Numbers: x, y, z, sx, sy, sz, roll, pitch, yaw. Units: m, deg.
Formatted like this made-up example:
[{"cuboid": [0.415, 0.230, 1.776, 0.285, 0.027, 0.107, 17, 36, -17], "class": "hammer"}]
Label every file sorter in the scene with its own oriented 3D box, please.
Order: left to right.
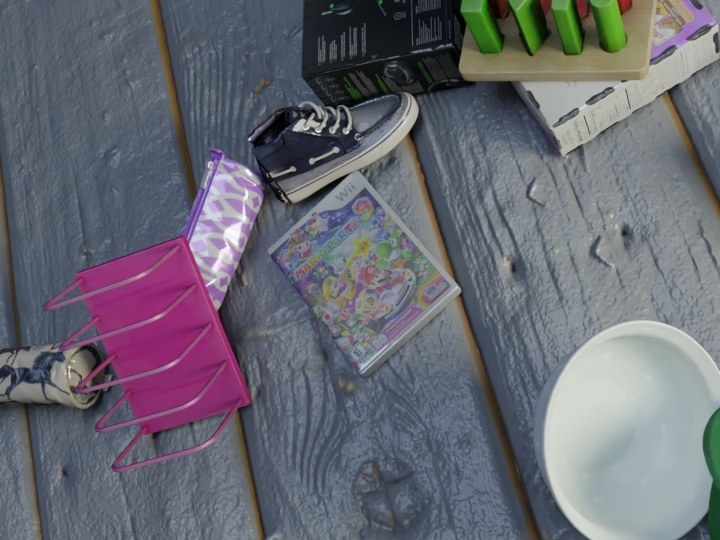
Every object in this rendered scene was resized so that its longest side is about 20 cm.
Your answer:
[{"cuboid": [-0.229, 0.092, 1.144, 0.137, 0.126, 0.202, -17, 103, 16], "class": "file sorter"}]

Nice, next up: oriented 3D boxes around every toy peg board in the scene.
[{"cuboid": [0.202, -0.308, 1.108, 0.198, 0.098, 0.202, 4, 71, 23], "class": "toy peg board"}]

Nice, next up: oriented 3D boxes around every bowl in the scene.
[{"cuboid": [0.233, 0.146, 0.983, 0.203, 0.200, 0.090, -63, 18, -10], "class": "bowl"}]

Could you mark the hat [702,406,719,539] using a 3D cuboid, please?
[{"cuboid": [0.337, 0.241, 0.959, 0.165, 0.177, 0.200, 35, 41, 14], "class": "hat"}]

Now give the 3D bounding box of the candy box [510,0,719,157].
[{"cuboid": [0.255, -0.249, 1.161, 0.199, 0.072, 0.169, -32, 62, 8], "class": "candy box"}]

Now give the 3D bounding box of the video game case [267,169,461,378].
[{"cuboid": [0.000, 0.000, 1.201, 0.143, 0.018, 0.200, -42, 60, 4], "class": "video game case"}]

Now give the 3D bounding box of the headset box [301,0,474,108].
[{"cuboid": [0.026, -0.295, 1.260, 0.198, 0.093, 0.176, -9, 68, 20], "class": "headset box"}]

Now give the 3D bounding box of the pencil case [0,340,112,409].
[{"cuboid": [-0.401, 0.128, 1.280, 0.197, 0.089, 0.079, -5, 75, 18], "class": "pencil case"}]

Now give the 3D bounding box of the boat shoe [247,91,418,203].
[{"cuboid": [-0.035, -0.160, 1.226, 0.199, 0.093, 0.075, -33, 44, 8], "class": "boat shoe"}]

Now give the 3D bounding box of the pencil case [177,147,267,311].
[{"cuboid": [-0.176, -0.038, 1.250, 0.083, 0.085, 0.202, 10, 75, 32], "class": "pencil case"}]
